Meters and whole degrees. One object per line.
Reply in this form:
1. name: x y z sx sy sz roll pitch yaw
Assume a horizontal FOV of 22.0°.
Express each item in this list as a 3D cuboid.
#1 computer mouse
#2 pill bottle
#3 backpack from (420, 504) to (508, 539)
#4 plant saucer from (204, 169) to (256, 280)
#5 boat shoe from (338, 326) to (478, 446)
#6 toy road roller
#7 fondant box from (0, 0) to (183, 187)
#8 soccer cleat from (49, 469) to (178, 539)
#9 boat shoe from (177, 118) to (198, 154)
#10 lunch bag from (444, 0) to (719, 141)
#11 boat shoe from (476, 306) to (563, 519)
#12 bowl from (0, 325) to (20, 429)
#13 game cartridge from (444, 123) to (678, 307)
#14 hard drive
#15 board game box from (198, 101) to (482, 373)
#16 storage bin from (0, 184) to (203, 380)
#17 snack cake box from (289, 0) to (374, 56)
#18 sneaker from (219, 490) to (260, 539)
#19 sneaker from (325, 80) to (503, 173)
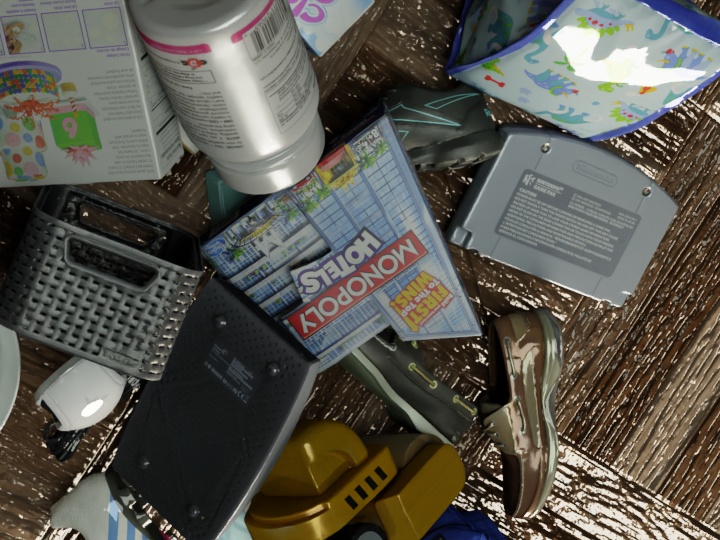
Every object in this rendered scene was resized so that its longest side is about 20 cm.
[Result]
1. computer mouse: -0.219 0.107 1.499 0.110 0.200 0.044 -39 83 -7
2. pill bottle: -0.097 -0.156 1.429 0.113 0.113 0.200 -33 142 -10
3. backpack: 0.096 0.314 1.681 0.163 0.200 0.168 -44 117 -4
4. plant saucer: -0.089 0.005 1.613 0.070 0.019 0.200 -12 111 -19
5. boat shoe: 0.031 0.086 1.660 0.061 0.072 0.201 -49 122 -11
6. toy road roller: -0.018 0.177 1.599 0.200 0.123 0.146 -40 115 -43
7. fondant box: -0.230 -0.168 1.435 0.144 0.058 0.200 -2 114 16
8. soccer cleat: -0.198 0.261 1.626 0.086 0.070 0.200 -28 113 5
9. boat shoe: -0.167 -0.187 1.492 0.069 0.071 0.200 -34 114 -8
10. lunch bag: 0.198 -0.201 1.561 0.170 0.200 0.128 20 77 -26
11. boat shoe: 0.141 0.132 1.720 0.072 0.076 0.200 -1 97 -18
12. bowl: -0.378 0.068 1.472 0.201 0.090 0.201 -7 108 -21
13. game cartridge: 0.188 -0.055 1.692 0.200 0.040 0.133 21 107 -27
14. hard drive: -0.117 0.120 1.533 0.042 0.135 0.200 -4 129 -56
15. board game box: 0.000 0.000 1.542 0.200 0.062 0.200 -36 103 9
16. storage bin: -0.204 0.004 1.452 0.135 0.200 0.094 21 98 -9
17. snack cake box: -0.090 -0.270 1.474 0.067 0.115 0.200 -46 116 -5
18. sneaker: -0.135 0.186 1.619 0.082 0.074 0.200 -23 108 -11
19. sneaker: 0.022 -0.117 1.604 0.200 0.075 0.079 -12 88 -18
